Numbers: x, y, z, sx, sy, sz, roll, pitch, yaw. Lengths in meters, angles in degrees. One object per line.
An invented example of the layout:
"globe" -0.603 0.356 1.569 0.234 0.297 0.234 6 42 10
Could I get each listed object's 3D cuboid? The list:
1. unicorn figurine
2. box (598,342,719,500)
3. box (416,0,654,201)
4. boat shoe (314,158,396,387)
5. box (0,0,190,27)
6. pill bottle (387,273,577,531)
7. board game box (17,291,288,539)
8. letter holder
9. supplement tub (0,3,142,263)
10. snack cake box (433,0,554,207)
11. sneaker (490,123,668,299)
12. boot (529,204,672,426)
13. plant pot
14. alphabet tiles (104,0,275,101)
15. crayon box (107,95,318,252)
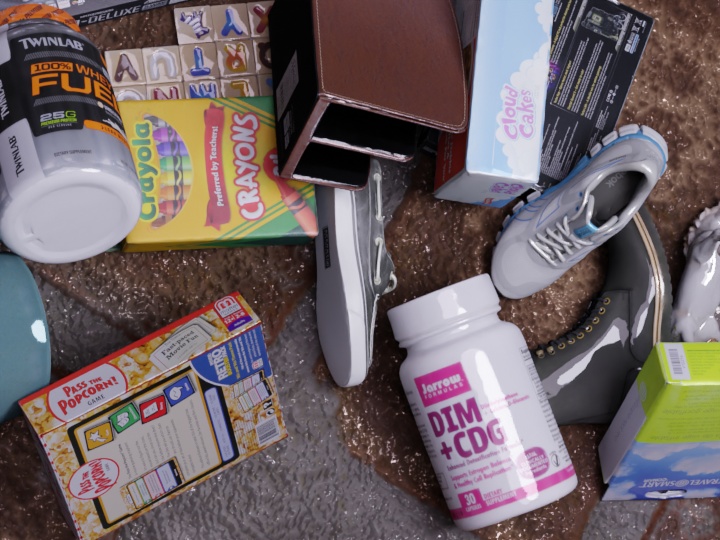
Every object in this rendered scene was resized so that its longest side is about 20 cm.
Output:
"unicorn figurine" 0.317 0.008 1.748 0.074 0.137 0.200 31 90 -16
"box" 0.286 0.132 1.688 0.122 0.200 0.048 0 56 -13
"box" 0.160 -0.170 1.772 0.160 0.044 0.200 23 77 -8
"boat shoe" 0.000 0.000 1.692 0.064 0.071 0.201 -2 88 -24
"box" -0.240 -0.296 1.699 0.200 0.050 0.158 -15 84 -15
"pill bottle" 0.101 0.112 1.674 0.113 0.113 0.200 -20 87 -15
"board game box" -0.165 0.123 1.598 0.200 0.152 0.046 -27 48 -16
"letter holder" 0.007 -0.170 1.661 0.142 0.101 0.200 11 47 -19
"supplement tub" -0.256 -0.116 1.599 0.122 0.123 0.200 -11 55 -14
"snack cake box" 0.115 -0.165 1.678 0.067 0.115 0.201 8 80 -12
"sneaker" 0.185 -0.043 1.698 0.075 0.087 0.200 40 112 -10
"boot" 0.204 0.043 1.735 0.138 0.077 0.201 -7 81 -9
"plant pot" -0.355 0.064 1.549 0.188 0.200 0.201 -8 82 -29
"alphabet tiles" -0.122 -0.154 1.724 0.199 0.008 0.168 -6 82 -14
"crayon box" -0.141 -0.082 1.678 0.199 0.051 0.127 -4 82 -13
